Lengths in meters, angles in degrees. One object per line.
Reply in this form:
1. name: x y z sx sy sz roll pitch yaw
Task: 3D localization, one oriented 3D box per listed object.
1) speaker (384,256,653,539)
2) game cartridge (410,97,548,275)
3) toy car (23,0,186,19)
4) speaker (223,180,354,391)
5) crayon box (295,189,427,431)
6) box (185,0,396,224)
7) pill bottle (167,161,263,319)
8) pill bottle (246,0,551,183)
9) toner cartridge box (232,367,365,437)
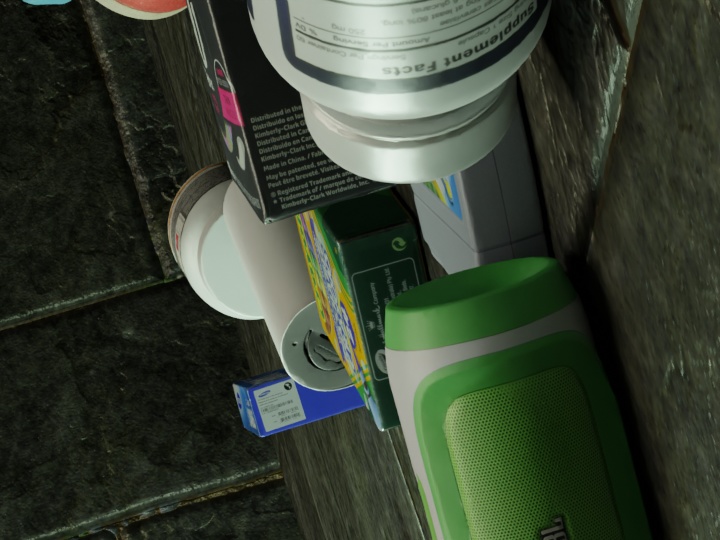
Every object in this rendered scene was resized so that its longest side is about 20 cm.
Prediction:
1. speaker: 0.071 0.101 0.925 0.088 0.088 0.201 -144 38 -79
2. game cartridge: 0.038 -0.081 0.991 0.133 0.040 0.201 -139 33 -71
3. toy car: -0.126 -0.281 1.487 0.200 0.183 0.178 -40 63 51
4. speaker: -0.041 0.001 1.632 0.200 0.081 0.082 -115 11 -55
5. crayon box: 0.000 0.000 1.416 0.200 0.051 0.127 -121 16 -67
6. box: -0.031 -0.140 1.108 0.122 0.105 0.201 -134 29 -75
7. pill bottle: -0.094 -0.024 1.853 0.200 0.116 0.117 -135 30 -77
8. pill bottle: 0.011 -0.124 0.780 0.201 0.110 0.112 83 168 -53
9. toner cartridge box: -0.052 0.103 1.902 0.200 0.094 0.043 164 91 -83
